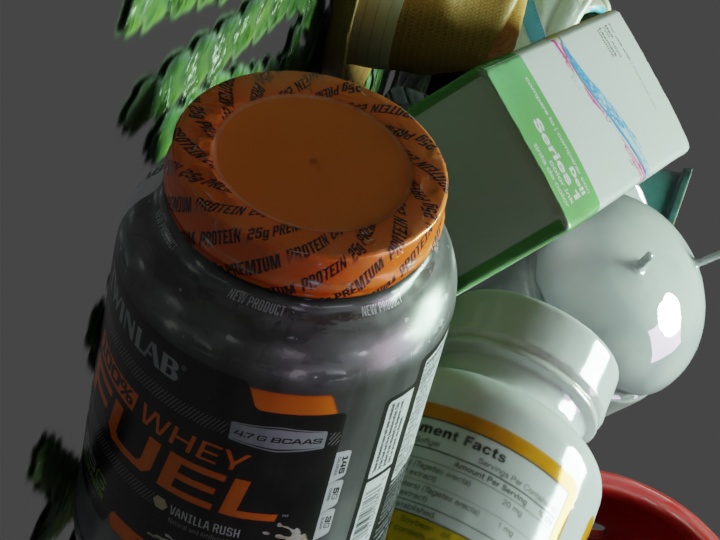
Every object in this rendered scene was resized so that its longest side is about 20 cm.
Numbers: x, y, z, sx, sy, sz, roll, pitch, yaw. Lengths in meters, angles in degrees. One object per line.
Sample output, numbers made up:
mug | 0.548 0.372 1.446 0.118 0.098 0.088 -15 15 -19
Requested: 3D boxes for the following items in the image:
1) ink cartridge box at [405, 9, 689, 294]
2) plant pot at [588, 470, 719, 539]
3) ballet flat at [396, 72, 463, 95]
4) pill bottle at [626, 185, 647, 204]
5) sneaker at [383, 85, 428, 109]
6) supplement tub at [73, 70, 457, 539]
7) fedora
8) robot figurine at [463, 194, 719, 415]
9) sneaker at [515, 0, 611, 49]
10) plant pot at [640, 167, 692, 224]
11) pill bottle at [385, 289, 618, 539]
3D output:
ink cartridge box | 0.055 -0.043 1.104 0.144 0.084 0.200 -30 180 27
plant pot | 0.108 0.237 1.293 0.183 0.199 0.201 106 7 -56
ballet flat | 0.047 -0.064 1.384 0.057 0.066 0.201 104 -14 -57
pill bottle | 0.104 -0.055 1.474 0.200 0.112 0.113 43 -63 63
sneaker | 0.000 0.000 1.302 0.081 0.073 0.201 105 9 -67
supplement tub | -0.035 0.034 0.844 0.123 0.122 0.201 -63 170 -48
fedora | 0.047 -0.154 1.142 0.201 0.081 0.202 20 90 -83
robot figurine | 0.104 0.029 1.256 0.200 0.113 0.169 -30 174 41
sneaker | 0.106 -0.173 1.389 0.076 0.080 0.202 27 56 -69
plant pot | 0.124 -0.014 1.752 0.200 0.195 0.202 19 90 -84
pill bottle | 0.035 0.112 0.977 0.111 0.110 0.201 99 17 -63
